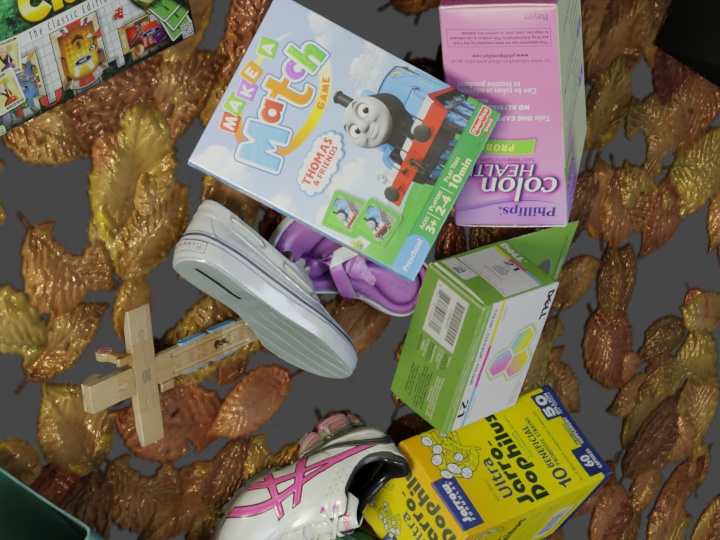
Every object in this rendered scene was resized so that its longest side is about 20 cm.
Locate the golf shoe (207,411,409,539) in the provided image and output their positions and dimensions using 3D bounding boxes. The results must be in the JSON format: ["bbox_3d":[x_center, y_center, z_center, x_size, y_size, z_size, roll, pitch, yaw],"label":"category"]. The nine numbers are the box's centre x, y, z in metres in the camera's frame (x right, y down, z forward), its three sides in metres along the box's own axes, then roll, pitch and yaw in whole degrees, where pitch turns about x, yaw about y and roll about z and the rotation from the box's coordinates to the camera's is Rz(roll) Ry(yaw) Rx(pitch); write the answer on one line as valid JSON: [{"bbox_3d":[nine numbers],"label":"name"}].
[{"bbox_3d":[-0.047,0.204,1.709,0.200,0.092,0.073,-41,135,-22],"label":"golf shoe"}]

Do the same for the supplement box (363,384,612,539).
[{"bbox_3d":[0.114,0.201,1.827,0.200,0.109,0.110,-17,153,-40],"label":"supplement box"}]

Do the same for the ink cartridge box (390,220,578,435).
[{"bbox_3d":[0.137,0.048,1.807,0.200,0.076,0.148,-17,135,-40],"label":"ink cartridge box"}]

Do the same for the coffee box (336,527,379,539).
[{"bbox_3d":[-0.018,0.338,1.779,0.044,0.123,0.200,13,101,-49],"label":"coffee box"}]

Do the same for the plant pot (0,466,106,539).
[{"bbox_3d":[-0.239,0.258,1.509,0.141,0.141,0.200,-57,145,-9],"label":"plant pot"}]

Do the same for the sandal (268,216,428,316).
[{"bbox_3d":[0.003,-0.007,1.688,0.203,0.050,0.082,16,96,-48],"label":"sandal"}]

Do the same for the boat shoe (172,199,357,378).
[{"bbox_3d":[-0.065,0.014,1.597,0.200,0.074,0.067,42,56,-38],"label":"boat shoe"}]

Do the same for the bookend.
[{"bbox_3d":[0.427,-0.204,1.913,0.199,0.200,0.092,22,93,-47],"label":"bookend"}]

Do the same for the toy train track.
[{"bbox_3d":[-0.151,0.068,1.586,0.200,0.033,0.115,-23,117,-43],"label":"toy train track"}]

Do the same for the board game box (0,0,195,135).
[{"bbox_3d":[-0.209,-0.178,1.415,0.200,0.023,0.105,-33,127,-31],"label":"board game box"}]

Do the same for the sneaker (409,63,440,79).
[{"bbox_3d":[0.005,-0.111,1.626,0.200,0.074,0.087,-33,130,-37],"label":"sneaker"}]

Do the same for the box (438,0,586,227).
[{"bbox_3d":[0.130,-0.165,1.647,0.176,0.097,0.200,-71,158,-57],"label":"box"}]

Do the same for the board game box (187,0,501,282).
[{"bbox_3d":[-0.013,-0.103,1.545,0.200,0.037,0.151,28,87,-4],"label":"board game box"}]
